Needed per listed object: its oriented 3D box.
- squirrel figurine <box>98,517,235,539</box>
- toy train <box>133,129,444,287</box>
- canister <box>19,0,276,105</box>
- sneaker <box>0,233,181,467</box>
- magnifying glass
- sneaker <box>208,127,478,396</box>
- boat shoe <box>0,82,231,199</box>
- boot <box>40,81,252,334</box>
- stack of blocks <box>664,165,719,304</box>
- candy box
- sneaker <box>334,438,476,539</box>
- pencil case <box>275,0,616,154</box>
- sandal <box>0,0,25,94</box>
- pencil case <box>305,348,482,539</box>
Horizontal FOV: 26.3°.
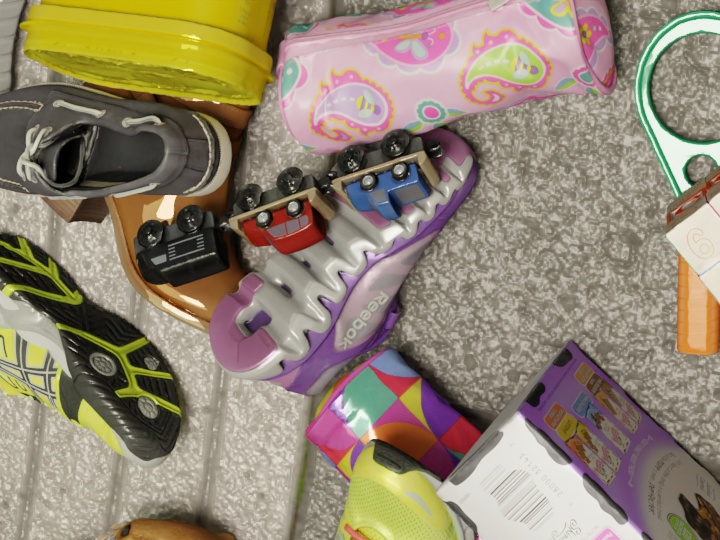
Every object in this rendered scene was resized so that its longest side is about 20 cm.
[{"bbox_3d":[-0.139,0.262,1.032,0.200,0.142,0.187,44,100,-9],"label":"squirrel figurine"},{"bbox_3d":[-0.043,-0.033,0.907,0.199,0.034,0.046,-19,60,14],"label":"toy train"},{"bbox_3d":[-0.107,-0.210,0.906,0.148,0.086,0.201,10,85,24],"label":"canister"},{"bbox_3d":[-0.199,0.062,1.034,0.200,0.075,0.077,44,118,17],"label":"sneaker"},{"bbox_3d":[0.200,-0.050,0.901,0.079,0.022,0.201,2,99,18],"label":"magnifying glass"},{"bbox_3d":[0.000,0.000,0.948,0.200,0.088,0.080,-46,45,-1],"label":"sneaker"},{"bbox_3d":[-0.177,-0.078,0.934,0.199,0.063,0.073,6,95,25],"label":"boat shoe"},{"bbox_3d":[-0.099,-0.062,0.978,0.200,0.077,0.156,41,106,15],"label":"boot"},{"bbox_3d":[0.249,0.035,0.837,0.058,0.115,0.200,-38,92,16],"label":"stack of blocks"},{"bbox_3d":[0.155,0.149,0.874,0.200,0.168,0.072,45,110,6],"label":"candy box"},{"bbox_3d":[0.010,0.182,0.893,0.078,0.090,0.201,30,141,28],"label":"sneaker"},{"bbox_3d":[0.050,-0.126,0.898,0.199,0.087,0.088,-11,97,23],"label":"pencil case"},{"bbox_3d":[-0.259,-0.184,1.009,0.050,0.082,0.204,41,120,53],"label":"sandal"},{"bbox_3d":[0.058,0.138,0.953,0.200,0.088,0.088,44,110,4],"label":"pencil case"}]
